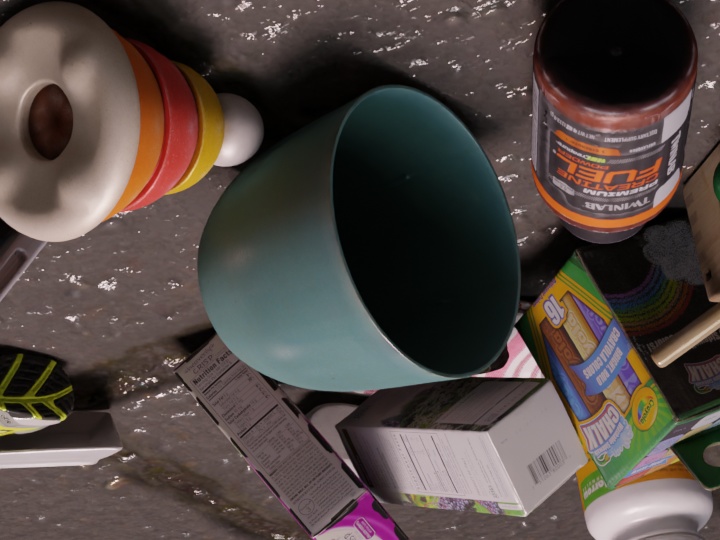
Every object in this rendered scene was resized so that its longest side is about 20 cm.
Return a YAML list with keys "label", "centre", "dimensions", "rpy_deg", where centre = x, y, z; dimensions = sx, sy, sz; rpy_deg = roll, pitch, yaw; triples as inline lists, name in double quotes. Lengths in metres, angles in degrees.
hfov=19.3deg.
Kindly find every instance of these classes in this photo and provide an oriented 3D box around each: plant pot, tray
- label: "plant pot"
  centre: [-0.013, -0.008, 1.450]
  dimensions: [0.161, 0.201, 0.200]
  rpy_deg: [-17, 153, 38]
- label: "tray"
  centre: [-0.301, 0.144, 1.756]
  dimensions: [0.199, 0.022, 0.107]
  rpy_deg: [-1, -169, -13]

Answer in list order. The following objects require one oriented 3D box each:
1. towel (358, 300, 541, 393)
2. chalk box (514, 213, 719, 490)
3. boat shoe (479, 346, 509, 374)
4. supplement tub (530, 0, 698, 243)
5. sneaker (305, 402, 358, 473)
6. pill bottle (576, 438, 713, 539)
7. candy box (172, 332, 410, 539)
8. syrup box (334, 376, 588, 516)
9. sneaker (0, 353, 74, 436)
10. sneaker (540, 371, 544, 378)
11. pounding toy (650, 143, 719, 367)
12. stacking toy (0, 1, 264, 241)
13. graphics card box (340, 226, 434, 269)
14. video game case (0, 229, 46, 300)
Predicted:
- label: "towel"
  centre: [0.098, 0.069, 1.786]
  dimensions: [0.200, 0.030, 0.146]
  rpy_deg: [2, 150, -18]
- label: "chalk box"
  centre: [0.234, 0.080, 1.633]
  dimensions: [0.125, 0.200, 0.124]
  rpy_deg: [-17, 159, -29]
- label: "boat shoe"
  centre: [0.020, 0.065, 1.682]
  dimensions: [0.200, 0.072, 0.060]
  rpy_deg: [-12, 119, 23]
- label: "supplement tub"
  centre: [0.167, -0.095, 1.418]
  dimensions: [0.107, 0.107, 0.200]
  rpy_deg: [-8, 152, 0]
- label: "sneaker"
  centre: [0.021, 0.160, 1.909]
  dimensions: [0.200, 0.075, 0.088]
  rpy_deg: [14, 158, -26]
- label: "pill bottle"
  centre: [0.243, 0.173, 1.836]
  dimensions: [0.111, 0.200, 0.111]
  rpy_deg: [-7, 152, -4]
- label: "candy box"
  centre: [-0.055, 0.152, 1.719]
  dimensions: [0.061, 0.200, 0.136]
  rpy_deg: [-40, 149, -4]
- label: "syrup box"
  centre: [0.078, 0.138, 1.700]
  dimensions: [0.079, 0.082, 0.200]
  rpy_deg: [-36, -162, -32]
- label: "sneaker"
  centre: [-0.326, 0.101, 1.681]
  dimensions: [0.200, 0.076, 0.076]
  rpy_deg: [18, 142, -38]
- label: "sneaker"
  centre: [0.247, 0.104, 1.757]
  dimensions: [0.199, 0.085, 0.073]
  rpy_deg: [-2, 156, 13]
- label: "pounding toy"
  centre: [0.324, -0.030, 1.543]
  dimensions: [0.200, 0.142, 0.184]
  rpy_deg: [2, 150, -20]
- label: "stacking toy"
  centre: [-0.139, -0.093, 1.356]
  dimensions: [0.146, 0.146, 0.200]
  rpy_deg: [-30, 164, 34]
- label: "graphics card box"
  centre: [0.000, 0.000, 1.609]
  dimensions: [0.200, 0.051, 0.125]
  rpy_deg: [-17, 151, 14]
- label: "video game case"
  centre: [-0.317, 0.053, 1.508]
  dimensions: [0.200, 0.182, 0.022]
  rpy_deg: [-32, 108, 37]
